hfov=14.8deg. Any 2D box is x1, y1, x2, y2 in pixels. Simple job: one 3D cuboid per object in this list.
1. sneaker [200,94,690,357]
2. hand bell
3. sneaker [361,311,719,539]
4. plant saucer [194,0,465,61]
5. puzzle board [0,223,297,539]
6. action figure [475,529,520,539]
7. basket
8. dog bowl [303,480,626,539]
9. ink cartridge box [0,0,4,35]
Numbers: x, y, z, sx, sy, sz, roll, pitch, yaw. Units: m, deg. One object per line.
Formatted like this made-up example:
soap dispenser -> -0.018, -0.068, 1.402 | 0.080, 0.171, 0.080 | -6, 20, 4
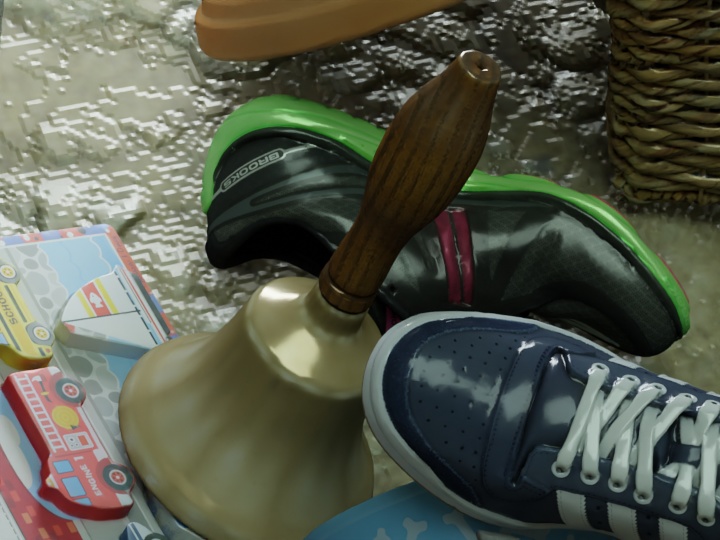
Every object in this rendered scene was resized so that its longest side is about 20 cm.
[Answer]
sneaker -> 0.030, 0.000, 1.076 | 0.199, 0.077, 0.084 | 17, 70, 5
hand bell -> 0.000, 0.000, 0.965 | 0.104, 0.200, 0.105 | 19, 40, -17
sneaker -> 0.103, 0.063, 0.887 | 0.199, 0.108, 0.070 | 26, 76, -15
plant saucer -> 0.023, -0.140, 1.105 | 0.200, 0.200, 0.038 | -31, 108, -29
puzzle board -> -0.106, 0.065, 0.997 | 0.150, 0.017, 0.201 | -10, 56, -39
action figure -> 0.040, 0.186, 0.885 | 0.199, 0.105, 0.195 | 18, 89, -5
basket -> 0.201, -0.119, 1.116 | 0.198, 0.149, 0.143 | 4, 50, 9
dog bowl -> 0.079, 0.095, 0.987 | 0.199, 0.112, 0.050 | -12, 73, -20
ink cartridge box -> -0.255, -0.117, 1.044 | 0.199, 0.146, 0.147 | -19, 60, -23
